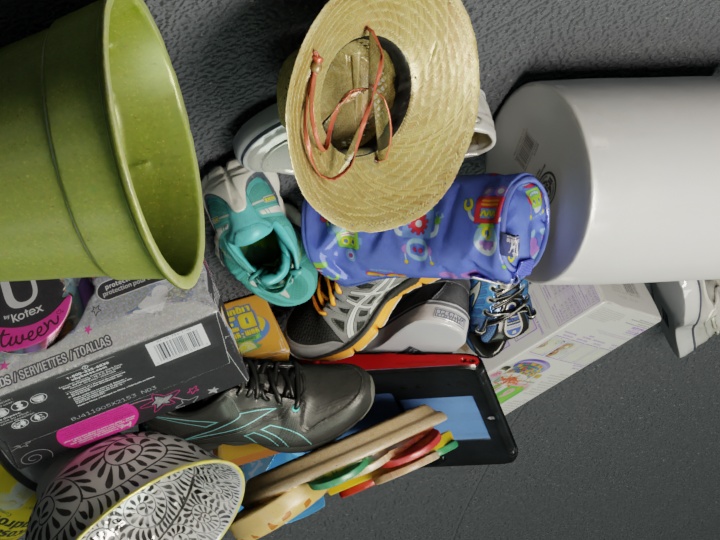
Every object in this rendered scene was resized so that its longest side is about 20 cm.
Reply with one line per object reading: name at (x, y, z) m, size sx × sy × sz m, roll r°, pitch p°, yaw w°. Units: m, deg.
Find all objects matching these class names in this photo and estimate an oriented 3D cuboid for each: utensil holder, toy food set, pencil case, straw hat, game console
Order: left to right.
straw hat at (-0.011, -0.125, 1.443) m, size 0.085 × 0.202 × 0.200 m, roll 11°, pitch 178°, yaw 42°
toy food set at (-0.011, 0.168, 1.753) m, size 0.197 × 0.049 × 0.200 m, roll -25°, pitch 176°, yaw 21°
game console at (0.040, 0.129, 1.843) m, size 0.176 × 0.031 × 0.200 m, roll 0°, pitch 151°, yaw 16°
pencil case at (0.050, -0.029, 1.578) m, size 0.199 × 0.088 × 0.078 m, roll 0°, pitch 175°, yaw 33°
utensil holder at (0.221, -0.070, 1.624) m, size 0.199 × 0.171 × 0.170 m, roll -4°, pitch 148°, yaw -29°

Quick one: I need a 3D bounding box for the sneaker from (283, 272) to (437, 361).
sneaker at (0.000, 0.000, 1.703) m, size 0.077 × 0.079 × 0.200 m, roll 24°, pitch 123°, yaw -42°

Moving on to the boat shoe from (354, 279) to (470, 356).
boat shoe at (0.031, 0.050, 1.809) m, size 0.071 × 0.068 × 0.200 m, roll 25°, pitch 149°, yaw -20°

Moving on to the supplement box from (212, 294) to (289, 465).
supplement box at (-0.104, 0.100, 1.807) m, size 0.066 × 0.069 × 0.200 m, roll -15°, pitch 153°, yaw -13°

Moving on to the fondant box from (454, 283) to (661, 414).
fondant box at (0.164, 0.065, 1.925) m, size 0.200 × 0.058 × 0.144 m, roll -34°, pitch 157°, yaw 20°

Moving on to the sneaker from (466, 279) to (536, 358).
sneaker at (0.126, 0.010, 1.782) m, size 0.078 × 0.090 × 0.200 m, roll -14°, pitch 152°, yaw -16°

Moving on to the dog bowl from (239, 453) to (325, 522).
dog bowl at (-0.044, 0.184, 2.015) m, size 0.200 × 0.050 × 0.111 m, roll -34°, pitch 150°, yaw 22°

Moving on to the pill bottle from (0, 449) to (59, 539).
pill bottle at (-0.322, 0.181, 1.745) m, size 0.200 × 0.113 × 0.112 m, roll -39°, pitch 148°, yaw 30°

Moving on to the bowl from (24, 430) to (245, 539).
bowl at (-0.200, 0.192, 1.647) m, size 0.200 × 0.094 × 0.201 m, roll -33°, pitch 153°, yaw -20°

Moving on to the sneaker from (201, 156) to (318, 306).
sneaker at (-0.077, -0.013, 1.608) m, size 0.077 × 0.080 × 0.200 m, roll -23°, pitch 153°, yaw 4°

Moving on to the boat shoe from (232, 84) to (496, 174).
boat shoe at (0.009, -0.087, 1.529) m, size 0.201 × 0.086 × 0.075 m, roll -11°, pitch 151°, yaw -21°

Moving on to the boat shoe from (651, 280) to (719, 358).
boat shoe at (0.323, 0.027, 1.975) m, size 0.065 × 0.072 × 0.200 m, roll -26°, pitch 153°, yaw -2°

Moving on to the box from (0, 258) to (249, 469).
box at (-0.205, 0.047, 1.588) m, size 0.199 × 0.115 × 0.132 m, roll -22°, pitch 151°, yaw -2°

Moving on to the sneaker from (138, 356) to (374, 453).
sneaker at (-0.087, 0.107, 1.680) m, size 0.199 × 0.076 × 0.079 m, roll -10°, pitch 147°, yaw -1°

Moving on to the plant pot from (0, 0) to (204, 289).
plant pot at (-0.219, -0.069, 1.326) m, size 0.189 × 0.201 × 0.200 m, roll -11°, pitch 154°, yaw 9°
